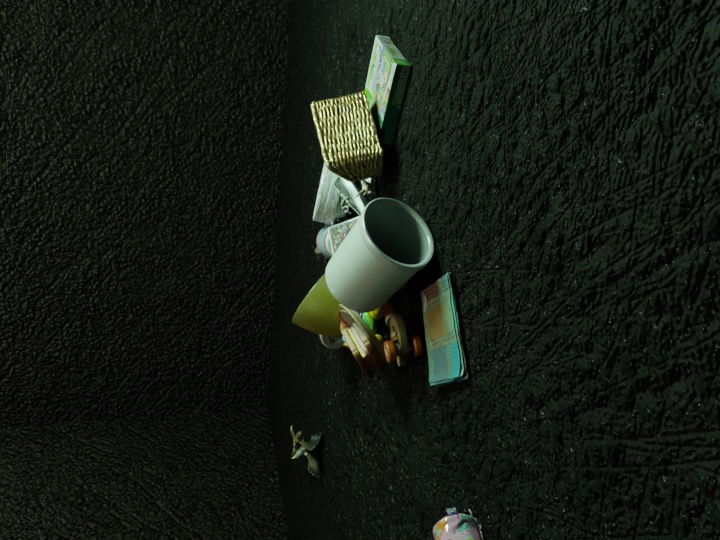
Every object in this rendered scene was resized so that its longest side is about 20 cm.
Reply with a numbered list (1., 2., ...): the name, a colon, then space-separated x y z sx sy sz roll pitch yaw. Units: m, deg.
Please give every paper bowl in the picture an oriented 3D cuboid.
1. paper bowl: -0.081 -0.244 1.615 0.201 0.103 0.203 -168 90 -82

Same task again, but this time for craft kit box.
1. craft kit box: 0.059 -0.456 1.304 0.199 0.048 0.201 -105 23 -48

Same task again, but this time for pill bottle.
1. pill bottle: -0.079 -0.092 1.642 0.200 0.107 0.110 -168 78 -73
2. pill bottle: -0.099 0.158 1.702 0.200 0.109 0.112 -121 35 -59

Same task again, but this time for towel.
1. towel: 0.158 0.120 1.012 0.147 0.021 0.202 133 135 -65

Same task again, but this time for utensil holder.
1. utensil holder: 0.033 -0.025 1.102 0.200 0.168 0.171 -48 43 45

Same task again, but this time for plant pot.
1. plant pot: -0.085 0.115 1.524 0.201 0.141 0.200 -53 -5 -6

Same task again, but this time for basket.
1. basket: -0.036 -0.326 1.314 0.143 0.147 0.202 92 162 -72

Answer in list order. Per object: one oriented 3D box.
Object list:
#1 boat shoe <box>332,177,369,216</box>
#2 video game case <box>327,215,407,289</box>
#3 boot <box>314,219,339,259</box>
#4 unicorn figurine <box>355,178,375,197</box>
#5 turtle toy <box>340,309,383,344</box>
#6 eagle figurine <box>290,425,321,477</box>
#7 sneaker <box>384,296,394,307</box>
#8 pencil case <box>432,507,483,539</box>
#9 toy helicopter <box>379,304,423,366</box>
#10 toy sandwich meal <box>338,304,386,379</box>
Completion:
1. boat shoe: -0.024 -0.192 1.447 0.068 0.073 0.200 -40 59 13
2. video game case: 0.014 -0.034 1.258 0.180 0.023 0.202 -17 78 28
3. boot: -0.114 -0.123 1.849 0.200 0.069 0.148 -152 69 -70
4. unicorn figurine: 0.010 -0.285 1.436 0.200 0.073 0.139 -101 5 -76
5. turtle toy: -0.005 0.129 1.410 0.146 0.100 0.203 166 103 -72
6. eagle figurine: -0.211 0.736 2.103 0.199 0.151 0.152 2 137 44
7. sneaker: 0.044 -0.004 1.284 0.082 0.078 0.202 -22 82 36
8. pencil case: 0.183 0.495 0.831 0.201 0.086 0.088 -111 26 -51
9. toy helicopter: 0.079 0.161 1.193 0.201 0.078 0.133 96 160 -63
10. toy sandwich meal: -0.007 0.173 1.249 0.206 0.070 0.205 51 169 14
